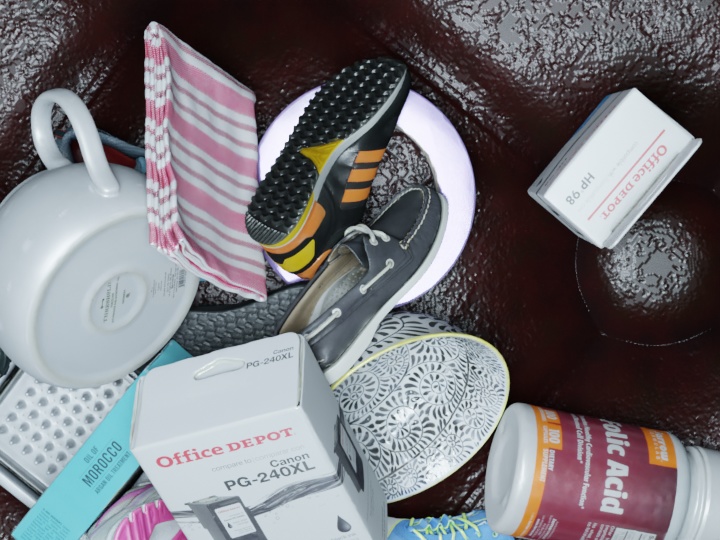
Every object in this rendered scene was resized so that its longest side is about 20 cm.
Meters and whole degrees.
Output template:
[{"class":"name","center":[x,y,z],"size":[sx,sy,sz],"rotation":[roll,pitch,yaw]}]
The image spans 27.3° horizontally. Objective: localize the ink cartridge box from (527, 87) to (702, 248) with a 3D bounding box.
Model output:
[{"class":"ink cartridge box","center":[0.206,-0.086,1.231],"size":[0.067,0.200,0.116],"rotation":[40,94,-2]}]

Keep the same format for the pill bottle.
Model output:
[{"class":"pill bottle","center":[0.216,0.188,1.289],"size":[0.197,0.114,0.116],"rotation":[11,95,-8]}]

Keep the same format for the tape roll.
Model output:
[{"class":"tape roll","center":[0.002,-0.066,1.307],"size":[0.197,0.066,0.203],"rotation":[0,95,2]}]

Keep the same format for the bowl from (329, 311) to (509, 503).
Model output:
[{"class":"bowl","center":[0.021,0.102,1.288],"size":[0.198,0.095,0.202],"rotation":[-16,135,-17]}]

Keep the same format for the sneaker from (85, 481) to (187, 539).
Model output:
[{"class":"sneaker","center":[-0.160,0.211,1.292],"size":[0.088,0.199,0.083],"rotation":[-7,94,42]}]

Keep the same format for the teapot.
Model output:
[{"class":"teapot","center":[-0.235,-0.016,1.208],"size":[0.201,0.197,0.146],"rotation":[-50,55,-1]}]

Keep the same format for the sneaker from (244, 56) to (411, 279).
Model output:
[{"class":"sneaker","center":[-0.017,-0.085,1.247],"size":[0.069,0.090,0.201],"rotation":[23,71,37]}]

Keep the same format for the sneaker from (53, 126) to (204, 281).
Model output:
[{"class":"sneaker","center":[-0.187,-0.058,1.290],"size":[0.198,0.096,0.080],"rotation":[30,78,-1]}]

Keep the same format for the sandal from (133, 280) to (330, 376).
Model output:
[{"class":"sandal","center":[-0.109,0.057,1.285],"size":[0.198,0.048,0.076],"rotation":[-12,99,13]}]

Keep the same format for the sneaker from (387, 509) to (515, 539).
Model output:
[{"class":"sneaker","center":[0.073,0.240,1.320],"size":[0.199,0.076,0.106],"rotation":[39,82,-23]}]

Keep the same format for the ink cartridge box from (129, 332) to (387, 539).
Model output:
[{"class":"ink cartridge box","center":[-0.077,0.161,1.177],"size":[0.143,0.084,0.201],"rotation":[-15,128,13]}]

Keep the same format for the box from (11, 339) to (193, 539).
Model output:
[{"class":"box","center":[-0.210,0.156,1.261],"size":[0.049,0.082,0.200],"rotation":[40,108,-3]}]

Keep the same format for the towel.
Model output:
[{"class":"towel","center":[-0.121,-0.087,1.202],"size":[0.030,0.146,0.203],"rotation":[-14,67,25]}]

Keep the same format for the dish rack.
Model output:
[{"class":"dish rack","center":[-0.246,0.124,1.340],"size":[0.171,0.044,0.201],"rotation":[38,94,-2]}]

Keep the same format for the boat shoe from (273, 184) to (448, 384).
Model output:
[{"class":"boat shoe","center":[0.000,0.000,1.216],"size":[0.201,0.074,0.060],"rotation":[-53,125,-16]}]

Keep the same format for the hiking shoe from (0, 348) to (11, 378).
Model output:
[{"class":"hiking shoe","center":[-0.393,0.061,1.289],"size":[0.198,0.086,0.075],"rotation":[10,99,25]}]
